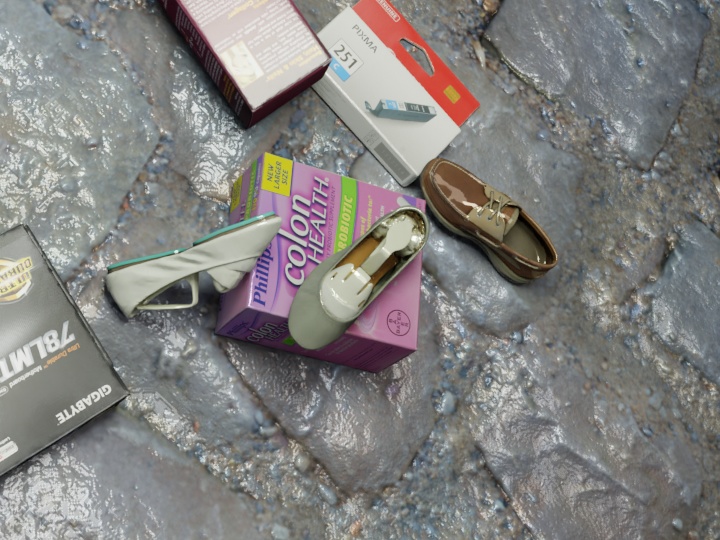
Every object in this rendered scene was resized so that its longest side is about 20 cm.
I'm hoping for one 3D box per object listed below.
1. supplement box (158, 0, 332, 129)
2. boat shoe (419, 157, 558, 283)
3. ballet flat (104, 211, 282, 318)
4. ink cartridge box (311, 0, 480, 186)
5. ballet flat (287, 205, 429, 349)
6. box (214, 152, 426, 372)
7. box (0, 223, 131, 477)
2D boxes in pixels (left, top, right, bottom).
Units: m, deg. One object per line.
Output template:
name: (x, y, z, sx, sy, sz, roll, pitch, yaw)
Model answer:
supplement box: (-0.134, -0.274, 1.532, 0.110, 0.086, 0.201, -34, 90, -13)
boat shoe: (0.155, -0.064, 1.617, 0.199, 0.072, 0.076, 38, 66, -21)
ballet flat: (-0.161, 0.000, 1.394, 0.069, 0.198, 0.070, -18, 90, -75)
ink cartridge box: (0.042, -0.229, 1.651, 0.200, 0.045, 0.176, 47, 58, -6)
ballet flat: (0.000, 0.000, 1.416, 0.067, 0.064, 0.200, 47, 57, -5)
box: (-0.040, -0.006, 1.492, 0.198, 0.097, 0.178, 15, 65, -22)
box: (-0.352, 0.087, 1.320, 0.199, 0.050, 0.200, -31, 87, -32)
